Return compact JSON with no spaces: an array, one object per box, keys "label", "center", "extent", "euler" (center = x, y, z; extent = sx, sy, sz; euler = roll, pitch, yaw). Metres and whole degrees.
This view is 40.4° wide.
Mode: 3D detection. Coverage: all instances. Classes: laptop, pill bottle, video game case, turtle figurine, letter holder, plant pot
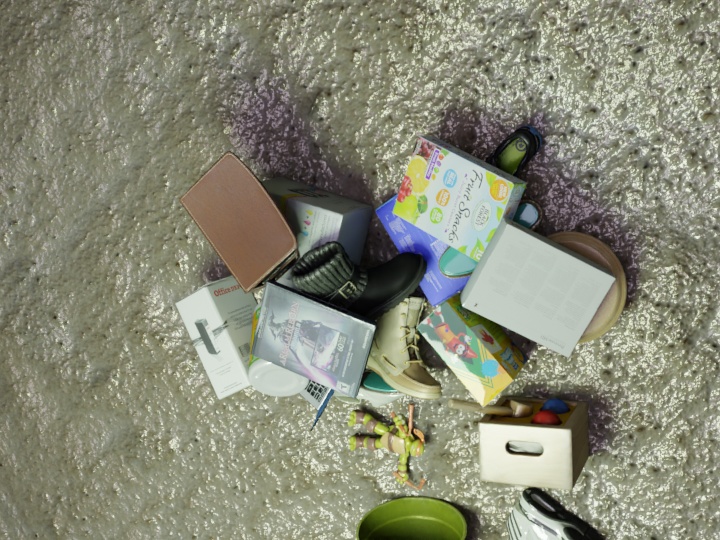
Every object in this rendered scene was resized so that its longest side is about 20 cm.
[{"label":"laptop","center":[-0.074,0.155,1.756],"extent":[0.199,0.115,0.189],"euler":[37,100,33]},{"label":"pill bottle","center":[-0.143,0.116,1.779],"extent":[0.109,0.202,0.112],"euler":[0,140,0]},{"label":"video game case","center":[-0.079,0.114,1.627],"extent":[0.198,0.019,0.145],"euler":[21,116,10]},{"label":"turtle figurine","center":[0.056,0.302,1.796],"extent":[0.159,0.064,0.202],"euler":[13,129,28]},{"label":"letter holder","center":[-0.183,-0.090,1.657],"extent":[0.142,0.100,0.201],"euler":[-40,82,23]},{"label":"plant pot","center":[0.098,0.549,1.772],"extent":[0.198,0.200,0.196],"euler":[4,113,22]}]

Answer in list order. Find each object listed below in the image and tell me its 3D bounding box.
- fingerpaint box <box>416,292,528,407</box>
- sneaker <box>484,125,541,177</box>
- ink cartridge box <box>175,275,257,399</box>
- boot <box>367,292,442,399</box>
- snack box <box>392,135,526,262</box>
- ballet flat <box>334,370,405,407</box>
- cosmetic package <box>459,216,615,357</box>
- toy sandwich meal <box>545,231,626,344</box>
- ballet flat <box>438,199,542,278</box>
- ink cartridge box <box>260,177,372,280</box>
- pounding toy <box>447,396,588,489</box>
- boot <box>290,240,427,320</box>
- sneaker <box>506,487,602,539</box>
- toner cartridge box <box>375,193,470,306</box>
[{"label":"fingerpaint box","center":[0.190,0.125,1.635],"extent":[0.073,0.200,0.167],"euler":[-43,83,15]},{"label":"sneaker","center":[0.223,-0.160,1.638],"extent":[0.071,0.083,0.200],"euler":[43,113,11]},{"label":"ink cartridge box","center":[-0.244,0.121,1.852],"extent":[0.083,0.144,0.202],"euler":[-25,89,25]},{"label":"boot","center":[0.087,0.124,1.726],"extent":[0.199,0.072,0.157],"euler":[33,111,49]},{"label":"snack box","center":[0.159,-0.119,1.614],"extent":[0.199,0.053,0.144],"euler":[32,114,31]},{"label":"ballet flat","center":[0.010,0.219,1.813],"extent":[0.197,0.069,0.071],"euler":[6,102,26]},{"label":"cosmetic package","center":[0.279,0.027,1.554],"extent":[0.198,0.052,0.152],"euler":[26,105,-9]},{"label":"toy sandwich meal","center":[0.348,0.034,1.631],"extent":[0.202,0.070,0.208],"euler":[3,99,19]},{"label":"ballet flat","center":[0.223,-0.049,1.659],"extent":[0.198,0.065,0.071],"euler":[-31,84,14]},{"label":"ink cartridge box","center":[-0.104,-0.068,1.760],"extent":[0.198,0.144,0.147],"euler":[18,106,20]},{"label":"pounding toy","center":[0.267,0.267,1.639],"extent":[0.197,0.184,0.144],"euler":[1,100,23]},{"label":"boot","center":[0.000,0.001,1.649],"extent":[0.210,0.079,0.159],"euler":[-38,120,-7]},{"label":"sneaker","center":[0.342,0.485,1.717],"extent":[0.200,0.075,0.116],"euler":[39,121,21]},{"label":"toner cartridge box","center":[0.118,-0.047,1.724],"extent":[0.094,0.043,0.202],"euler":[-32,86,23]}]
